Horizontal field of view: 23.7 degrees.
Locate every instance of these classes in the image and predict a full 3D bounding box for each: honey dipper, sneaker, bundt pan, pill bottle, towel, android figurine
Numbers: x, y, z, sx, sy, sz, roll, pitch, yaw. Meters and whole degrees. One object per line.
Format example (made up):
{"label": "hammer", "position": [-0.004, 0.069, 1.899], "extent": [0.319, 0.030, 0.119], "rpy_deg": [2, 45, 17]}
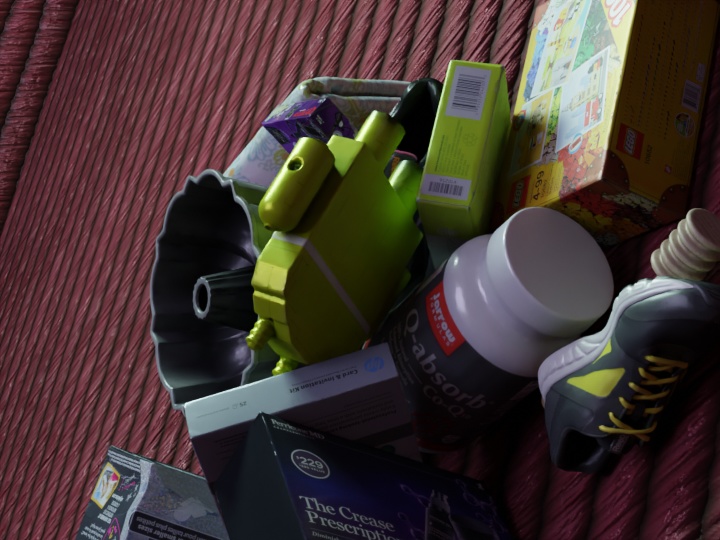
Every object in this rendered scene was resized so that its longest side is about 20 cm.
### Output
{"label": "honey dipper", "position": [0.186, 0.037, 1.188], "extent": [0.200, 0.038, 0.038], "rpy_deg": [-56, 24, 37]}
{"label": "sneaker", "position": [0.027, -0.064, 1.360], "extent": [0.086, 0.080, 0.201], "rpy_deg": [53, -133, -74]}
{"label": "bundt pan", "position": [-0.092, 0.022, 1.352], "extent": [0.202, 0.076, 0.203], "rpy_deg": [-5, 84, 60]}
{"label": "pill bottle", "position": [0.092, 0.044, 1.272], "extent": [0.200, 0.116, 0.116], "rpy_deg": [-47, 29, 45]}
{"label": "towel", "position": [-0.025, -0.115, 1.613], "extent": [0.171, 0.200, 0.048], "rpy_deg": [-50, 59, 36]}
{"label": "sneaker", "position": [0.184, 0.073, 1.120], "extent": [0.200, 0.074, 0.085], "rpy_deg": [130, 148, -55]}
{"label": "android figurine", "position": [-0.017, -0.012, 1.251], "extent": [0.041, 0.182, 0.200], "rpy_deg": [18, 68, 34]}

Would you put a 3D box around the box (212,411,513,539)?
{"label": "box", "position": [0.012, 0.192, 1.191], "extent": [0.079, 0.199, 0.141], "rpy_deg": [-59, 31, 19]}

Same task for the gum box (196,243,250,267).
{"label": "gum box", "position": [-0.056, 0.008, 1.499], "extent": [0.114, 0.199, 0.066], "rpy_deg": [115, 176, -63]}

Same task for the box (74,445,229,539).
{"label": "box", "position": [-0.120, 0.234, 1.413], "extent": [0.132, 0.199, 0.115], "rpy_deg": [2, 72, 66]}

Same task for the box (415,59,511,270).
{"label": "box", "position": [0.088, -0.062, 1.338], "extent": [0.200, 0.047, 0.122], "rpy_deg": [70, -148, -65]}

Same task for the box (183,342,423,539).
{"label": "box", "position": [-0.030, 0.157, 1.272], "extent": [0.041, 0.155, 0.200], "rpy_deg": [-108, 3, -49]}

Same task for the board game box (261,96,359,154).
{"label": "board game box", "position": [0.008, -0.065, 1.475], "extent": [0.032, 0.200, 0.120], "rpy_deg": [-46, 17, -11]}

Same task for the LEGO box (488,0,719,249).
{"label": "LEGO box", "position": [0.183, -0.123, 1.281], "extent": [0.149, 0.077, 0.201], "rpy_deg": [-26, 46, 58]}

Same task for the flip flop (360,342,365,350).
{"label": "flip flop", "position": [-0.002, 0.121, 1.390], "extent": [0.081, 0.201, 0.058], "rpy_deg": [-21, 5, 18]}
